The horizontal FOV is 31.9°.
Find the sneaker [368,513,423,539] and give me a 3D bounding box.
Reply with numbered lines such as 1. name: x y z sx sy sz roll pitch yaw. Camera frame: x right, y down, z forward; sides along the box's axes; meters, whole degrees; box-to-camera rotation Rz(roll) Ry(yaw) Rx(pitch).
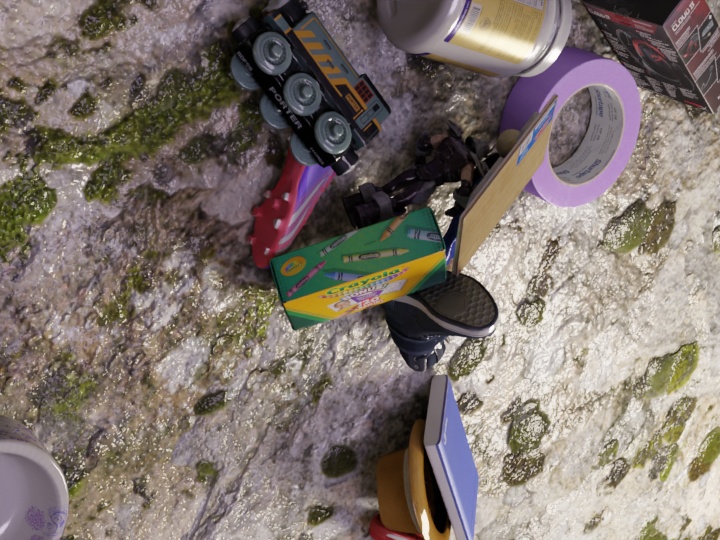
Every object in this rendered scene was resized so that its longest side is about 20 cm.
1. sneaker: 0.061 0.428 1.799 0.199 0.078 0.116 34 89 -40

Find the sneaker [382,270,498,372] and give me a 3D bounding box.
1. sneaker: 0.105 0.072 1.578 0.077 0.201 0.148 -39 132 -25

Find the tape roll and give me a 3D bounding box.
1. tape roll: 0.278 -0.188 1.666 0.198 0.065 0.203 -16 120 -29

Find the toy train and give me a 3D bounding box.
1. toy train: -0.055 -0.203 1.372 0.114 0.085 0.201 -45 104 -30

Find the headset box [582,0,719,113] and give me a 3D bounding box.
1. headset box: 0.389 -0.309 1.633 0.075 0.148 0.200 -51 131 -5

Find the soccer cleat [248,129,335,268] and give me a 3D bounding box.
1. soccer cleat: -0.067 -0.093 1.457 0.076 0.066 0.203 13 100 -38

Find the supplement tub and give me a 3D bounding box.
1. supplement tub: 0.133 -0.304 1.447 0.198 0.145 0.147 8 107 -39

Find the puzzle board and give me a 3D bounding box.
1. puzzle board: 0.168 -0.102 1.499 0.201 0.017 0.151 -52 164 -20

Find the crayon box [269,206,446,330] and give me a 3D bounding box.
1. crayon box: 0.000 0.000 1.475 0.197 0.059 0.119 -18 161 -1

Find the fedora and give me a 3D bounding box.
1. fedora: 0.068 0.300 1.717 0.080 0.202 0.203 -9 127 15

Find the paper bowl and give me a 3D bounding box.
1. paper bowl: -0.418 0.246 1.334 0.198 0.104 0.204 -16 120 -30

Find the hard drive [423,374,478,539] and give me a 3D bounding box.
1. hard drive: 0.128 0.264 1.746 0.025 0.133 0.202 -7 127 16

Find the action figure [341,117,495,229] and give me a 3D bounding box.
1. action figure: 0.076 -0.108 1.519 0.198 0.131 0.070 -28 132 -5

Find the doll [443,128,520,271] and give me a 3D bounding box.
1. doll: 0.146 -0.091 1.586 0.048 0.137 0.202 30 109 1
